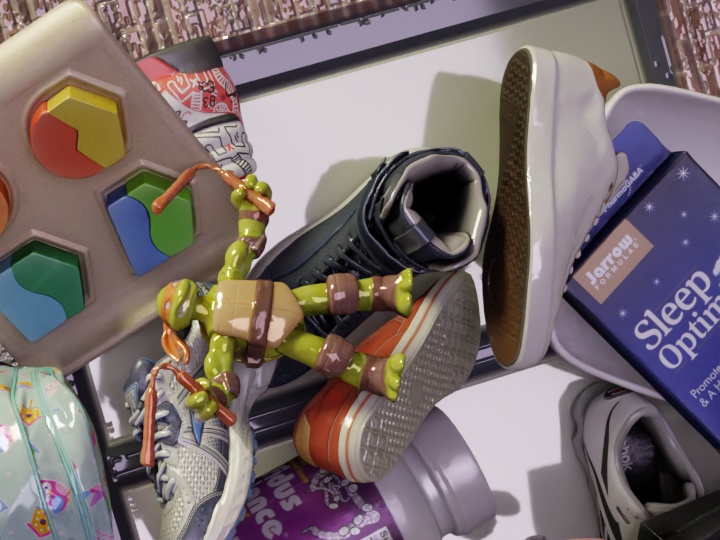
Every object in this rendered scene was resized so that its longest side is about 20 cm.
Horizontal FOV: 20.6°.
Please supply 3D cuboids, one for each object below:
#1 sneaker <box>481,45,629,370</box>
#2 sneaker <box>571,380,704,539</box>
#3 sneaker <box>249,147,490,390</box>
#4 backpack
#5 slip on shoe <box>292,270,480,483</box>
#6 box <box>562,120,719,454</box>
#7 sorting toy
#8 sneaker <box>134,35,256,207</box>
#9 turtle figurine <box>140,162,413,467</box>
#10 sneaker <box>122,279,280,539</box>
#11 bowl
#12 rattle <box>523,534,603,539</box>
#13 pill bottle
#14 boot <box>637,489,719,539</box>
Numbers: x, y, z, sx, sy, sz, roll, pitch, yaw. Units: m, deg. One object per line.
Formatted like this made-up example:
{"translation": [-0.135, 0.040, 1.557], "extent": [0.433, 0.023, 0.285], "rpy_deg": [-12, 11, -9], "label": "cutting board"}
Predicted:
{"translation": [0.128, -0.035, 1.224], "extent": [0.085, 0.073, 0.200], "rpy_deg": [8, 86, -22], "label": "sneaker"}
{"translation": [0.200, 0.174, 1.321], "extent": [0.074, 0.089, 0.200], "rpy_deg": [-25, 98, -11], "label": "sneaker"}
{"translation": [-0.001, -0.002, 1.246], "extent": [0.077, 0.146, 0.202], "rpy_deg": [44, 85, -11], "label": "sneaker"}
{"translation": [-0.214, 0.126, 1.177], "extent": [0.127, 0.200, 0.167], "rpy_deg": [-23, 95, -10], "label": "backpack"}
{"translation": [0.022, 0.061, 1.250], "extent": [0.200, 0.061, 0.074], "rpy_deg": [-48, 135, -45], "label": "slip on shoe"}
{"translation": [0.210, 0.012, 1.273], "extent": [0.200, 0.032, 0.121], "rpy_deg": [43, 84, -8], "label": "box"}
{"translation": [-0.184, -0.039, 1.208], "extent": [0.185, 0.036, 0.200], "rpy_deg": [-32, 117, 11], "label": "sorting toy"}
{"translation": [-0.165, -0.064, 1.249], "extent": [0.201, 0.067, 0.108], "rpy_deg": [-23, 94, -13], "label": "sneaker"}
{"translation": [-0.054, 0.037, 1.166], "extent": [0.161, 0.064, 0.200], "rpy_deg": [9, 60, -2], "label": "turtle figurine"}
{"translation": [-0.109, 0.094, 1.197], "extent": [0.085, 0.077, 0.200], "rpy_deg": [22, 59, -19], "label": "sneaker"}
{"translation": [0.220, -0.012, 1.325], "extent": [0.200, 0.075, 0.200], "rpy_deg": [17, 88, -12], "label": "bowl"}
{"translation": [0.045, 0.182, 1.205], "extent": [0.200, 0.130, 0.143], "rpy_deg": [-41, 94, -18], "label": "rattle"}
{"translation": [-0.019, 0.168, 1.262], "extent": [0.200, 0.112, 0.112], "rpy_deg": [-29, 97, -10], "label": "pill bottle"}
{"translation": [0.265, 0.208, 1.298], "extent": [0.200, 0.066, 0.165], "rpy_deg": [-22, 112, -35], "label": "boot"}
